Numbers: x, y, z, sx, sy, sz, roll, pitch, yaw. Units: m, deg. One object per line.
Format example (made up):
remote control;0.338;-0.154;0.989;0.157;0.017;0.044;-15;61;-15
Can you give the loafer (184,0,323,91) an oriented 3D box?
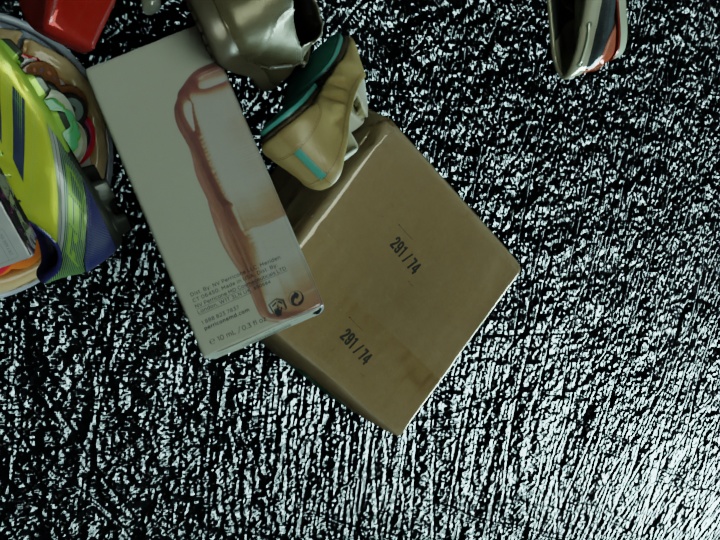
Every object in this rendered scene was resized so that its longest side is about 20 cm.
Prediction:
loafer;-0.058;-0.167;0.741;0.067;0.200;0.076;-20;98;11

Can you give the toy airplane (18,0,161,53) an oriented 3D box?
toy airplane;-0.179;-0.244;0.677;0.200;0.141;0.199;58;41;-12

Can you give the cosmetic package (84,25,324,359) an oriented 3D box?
cosmetic package;-0.102;-0.048;0.734;0.087;0.103;0.201;-23;88;-4

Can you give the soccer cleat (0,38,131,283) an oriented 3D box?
soccer cleat;-0.224;-0.077;0.691;0.084;0.065;0.201;-34;122;-12

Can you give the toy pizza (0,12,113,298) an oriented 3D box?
toy pizza;-0.258;-0.072;0.728;0.200;0.032;0.201;-11;111;-31

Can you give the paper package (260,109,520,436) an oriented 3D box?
paper package;0.000;0.000;0.881;0.191;0.103;0.200;-52;126;-7

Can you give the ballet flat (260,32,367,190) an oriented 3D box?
ballet flat;-0.026;-0.113;0.787;0.069;0.200;0.063;-35;107;26

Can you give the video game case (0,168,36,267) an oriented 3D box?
video game case;-0.323;-0.054;0.642;0.199;0.036;0.182;-21;118;0

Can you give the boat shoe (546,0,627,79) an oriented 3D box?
boat shoe;0.187;-0.267;0.945;0.062;0.071;0.201;-27;122;-21
